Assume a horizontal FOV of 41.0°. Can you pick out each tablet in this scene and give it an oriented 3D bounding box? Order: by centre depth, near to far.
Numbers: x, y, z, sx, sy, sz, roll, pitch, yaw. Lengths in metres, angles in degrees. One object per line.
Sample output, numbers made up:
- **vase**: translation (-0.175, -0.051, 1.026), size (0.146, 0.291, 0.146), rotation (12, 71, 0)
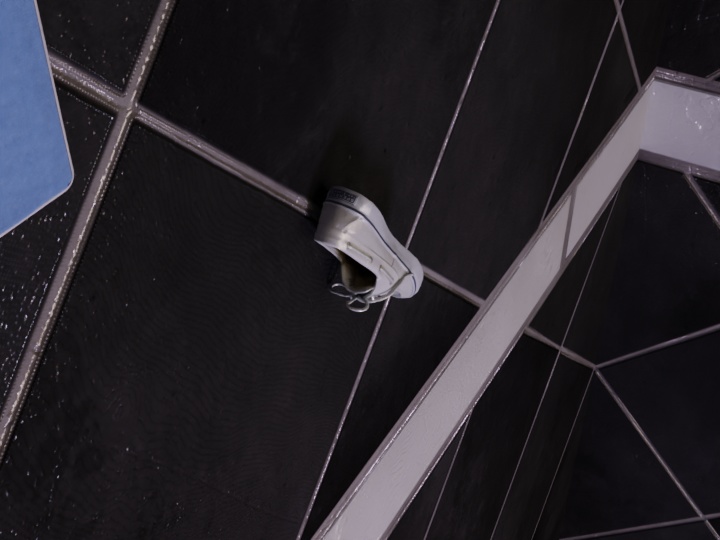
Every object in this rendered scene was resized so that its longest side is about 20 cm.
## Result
- **tablet**: translation (-0.211, -0.098, 0.495), size (0.130, 0.014, 0.202), rotation (-48, 149, -42)

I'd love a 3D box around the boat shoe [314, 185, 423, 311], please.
- **boat shoe**: translation (0.004, 0.001, 0.967), size (0.087, 0.074, 0.202), rotation (-64, 154, -15)
